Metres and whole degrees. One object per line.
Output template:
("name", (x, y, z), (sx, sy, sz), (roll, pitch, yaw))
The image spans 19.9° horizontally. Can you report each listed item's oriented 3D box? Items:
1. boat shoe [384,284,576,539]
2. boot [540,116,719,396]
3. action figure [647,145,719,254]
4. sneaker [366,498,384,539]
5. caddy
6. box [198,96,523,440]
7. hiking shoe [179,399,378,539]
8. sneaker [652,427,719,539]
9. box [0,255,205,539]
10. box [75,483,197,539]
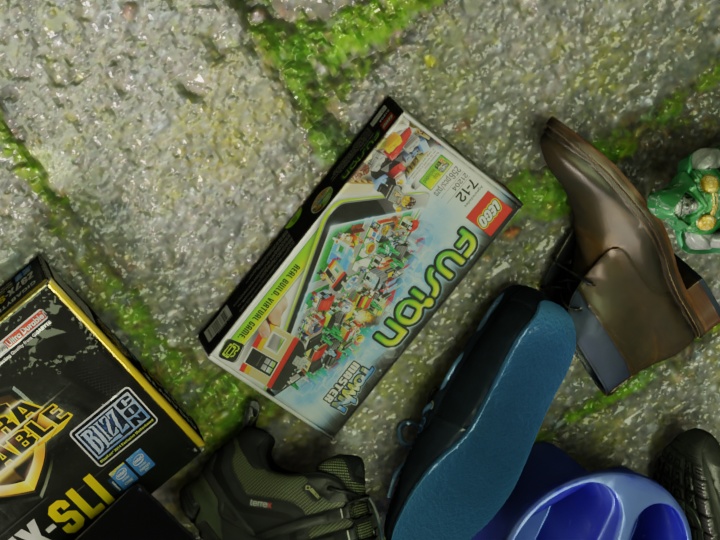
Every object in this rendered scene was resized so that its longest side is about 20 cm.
("boat shoe", (0.079, 0.103, 1.367), (0.084, 0.069, 0.200), (28, 102, -33))
("boot", (0.153, -0.004, 1.340), (0.097, 0.075, 0.200), (-41, 118, -1))
("action figure", (0.263, -0.049, 1.334), (0.199, 0.055, 0.119), (-8, 103, -34))
("sneaker", (-0.006, 0.241, 1.406), (0.072, 0.072, 0.201), (-1, 102, 15))
("caddy", (0.140, 0.217, 1.406), (0.141, 0.105, 0.201), (18, 105, -23))
("box", (0.000, 0.000, 1.319), (0.110, 0.035, 0.200), (35, 98, -25))
("hiking shoe", (-0.018, 0.172, 1.327), (0.200, 0.076, 0.101), (35, 94, 5))
("sneaker", (0.270, 0.184, 1.460), (0.091, 0.076, 0.201), (-31, 124, -13))
("box", (-0.223, 0.114, 1.293), (0.200, 0.049, 0.160), (-39, 118, 1))
("box", (-0.088, 0.273, 1.275), (0.123, 0.200, 0.199), (-43, 131, -10))
